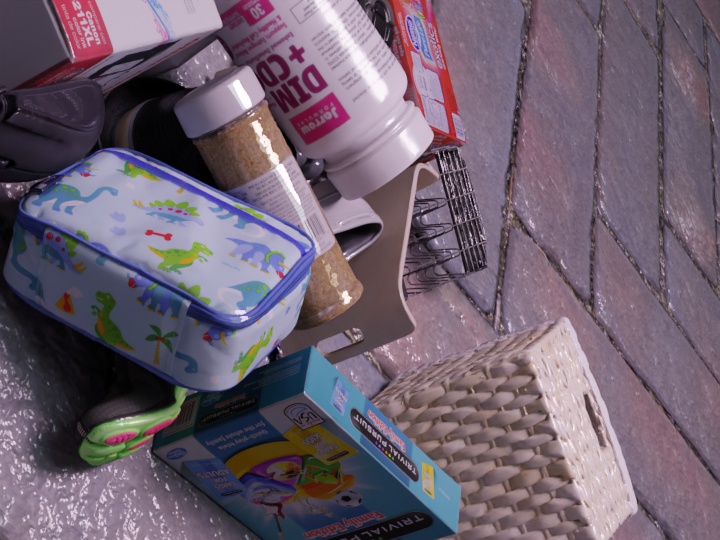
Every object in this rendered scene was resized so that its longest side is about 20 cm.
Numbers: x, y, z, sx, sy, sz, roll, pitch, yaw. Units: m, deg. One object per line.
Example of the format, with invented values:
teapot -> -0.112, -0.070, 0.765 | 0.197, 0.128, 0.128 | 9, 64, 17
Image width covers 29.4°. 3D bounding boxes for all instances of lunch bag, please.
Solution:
lunch bag -> -0.141, -0.009, 0.982 | 0.198, 0.083, 0.161 | 27, 30, 13

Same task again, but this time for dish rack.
dish rack -> 0.058, -0.049, 1.413 | 0.199, 0.054, 0.155 | -19, 96, -52

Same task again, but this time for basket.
basket -> 0.119, 0.173, 1.249 | 0.161, 0.198, 0.201 | -16, 85, -67

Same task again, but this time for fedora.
fedora -> -0.121, -0.100, 1.140 | 0.200, 0.091, 0.202 | 36, 38, -33

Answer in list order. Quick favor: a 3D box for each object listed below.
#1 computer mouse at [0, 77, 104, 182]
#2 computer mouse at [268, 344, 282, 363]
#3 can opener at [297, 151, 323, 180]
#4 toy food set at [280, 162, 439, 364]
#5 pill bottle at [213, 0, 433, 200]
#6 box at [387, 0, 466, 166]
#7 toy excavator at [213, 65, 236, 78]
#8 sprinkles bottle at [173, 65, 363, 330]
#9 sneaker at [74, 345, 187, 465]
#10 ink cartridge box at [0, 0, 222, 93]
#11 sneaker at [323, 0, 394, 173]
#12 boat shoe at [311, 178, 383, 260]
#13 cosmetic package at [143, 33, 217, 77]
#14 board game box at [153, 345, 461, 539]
computer mouse -> -0.237, -0.083, 0.917 | 0.053, 0.137, 0.200 | 64, 26, -3
computer mouse -> -0.079, 0.026, 1.166 | 0.058, 0.034, 0.201 | 38, 29, -26
can opener -> -0.054, -0.190, 1.359 | 0.053, 0.066, 0.202 | 27, 48, -47
toy food set -> 0.000, 0.000, 1.241 | 0.060, 0.142, 0.201 | 48, 34, -32
pill bottle -> -0.032, -0.166, 1.134 | 0.201, 0.113, 0.114 | 53, 32, -15
box -> 0.033, -0.220, 1.495 | 0.099, 0.095, 0.203 | 13, 60, -57
toy excavator -> -0.101, -0.261, 1.316 | 0.195, 0.099, 0.202 | -47, 119, -57
sprinkles bottle -> -0.070, -0.054, 1.059 | 0.202, 0.068, 0.068 | 63, 29, -15
sneaker -> -0.165, 0.073, 1.003 | 0.084, 0.076, 0.200 | 49, 25, -9
ink cartridge box -> -0.215, -0.175, 1.001 | 0.200, 0.145, 0.084 | -32, 99, -60
sneaker -> -0.020, -0.191, 1.419 | 0.075, 0.078, 0.202 | 36, 61, -50
boat shoe -> -0.057, -0.009, 1.144 | 0.068, 0.073, 0.199 | 35, 39, 22
cosmetic package -> -0.126, -0.266, 1.193 | 0.200, 0.071, 0.102 | -40, 108, -26
board game box -> -0.038, 0.155, 1.063 | 0.200, 0.150, 0.047 | 46, 37, -33
